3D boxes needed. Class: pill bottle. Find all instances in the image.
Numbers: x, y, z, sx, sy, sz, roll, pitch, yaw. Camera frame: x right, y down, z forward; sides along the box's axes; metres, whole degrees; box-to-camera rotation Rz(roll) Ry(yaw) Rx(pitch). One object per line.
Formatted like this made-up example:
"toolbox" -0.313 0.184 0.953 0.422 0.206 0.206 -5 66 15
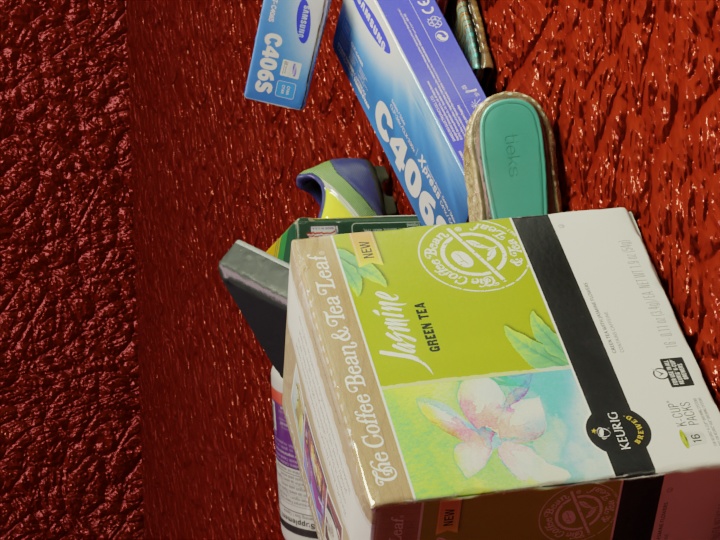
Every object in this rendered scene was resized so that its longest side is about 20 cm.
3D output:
"pill bottle" -0.013 0.169 1.887 0.111 0.111 0.201 -132 37 -71

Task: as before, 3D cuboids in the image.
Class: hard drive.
"hard drive" 0.002 0.063 1.570 0.200 0.033 0.140 25 157 34

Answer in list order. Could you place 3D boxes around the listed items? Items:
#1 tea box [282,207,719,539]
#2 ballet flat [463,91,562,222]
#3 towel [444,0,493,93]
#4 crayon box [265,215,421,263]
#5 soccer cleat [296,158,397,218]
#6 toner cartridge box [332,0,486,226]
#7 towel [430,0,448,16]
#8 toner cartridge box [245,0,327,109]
"tea box" 0.072 0.086 1.218 0.200 0.196 0.134 -109 17 -46
"ballet flat" 0.097 -0.006 1.394 0.065 0.070 0.201 82 -172 -84
"towel" 0.053 -0.146 1.618 0.200 0.022 0.147 105 155 -61
"crayon box" 0.000 0.000 1.694 0.200 0.126 0.051 141 126 -78
"soccer cleat" -0.005 0.005 1.828 0.065 0.083 0.201 109 152 -64
"toner cartridge box" 0.044 -0.105 1.528 0.095 0.043 0.200 108 142 -55
"towel" 0.029 -0.206 1.614 0.200 0.023 0.144 106 154 -57
"toner cartridge box" -0.039 -0.208 1.635 0.200 0.043 0.095 -78 1 -53
